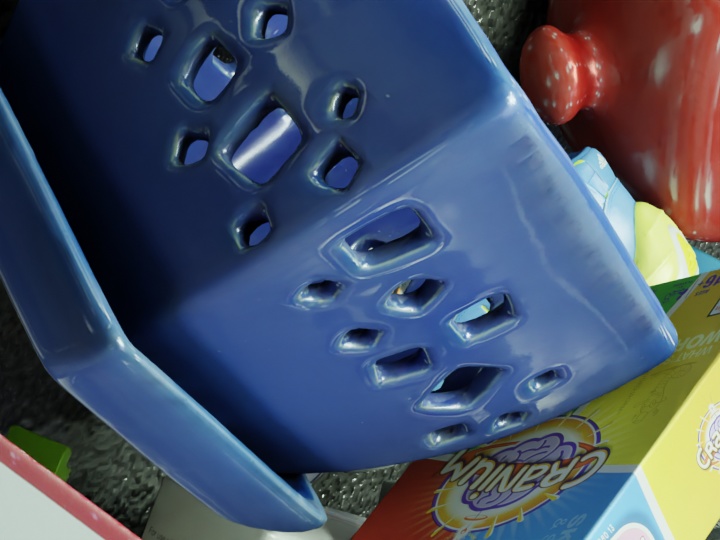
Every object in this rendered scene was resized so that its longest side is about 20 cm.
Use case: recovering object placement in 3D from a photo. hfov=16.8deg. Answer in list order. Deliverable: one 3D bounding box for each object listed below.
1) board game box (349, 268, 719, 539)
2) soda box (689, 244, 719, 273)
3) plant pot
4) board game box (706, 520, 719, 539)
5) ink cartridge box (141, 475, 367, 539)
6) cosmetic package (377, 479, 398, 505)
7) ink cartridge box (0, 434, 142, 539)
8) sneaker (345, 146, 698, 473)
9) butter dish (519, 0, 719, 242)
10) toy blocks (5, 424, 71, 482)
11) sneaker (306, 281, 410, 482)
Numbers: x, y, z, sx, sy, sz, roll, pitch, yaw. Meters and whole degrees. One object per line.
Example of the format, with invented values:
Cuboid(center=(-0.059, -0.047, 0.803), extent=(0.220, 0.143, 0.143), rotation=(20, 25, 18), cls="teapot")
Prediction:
Cuboid(center=(0.072, 0.082, 0.902), extent=(0.040, 0.153, 0.200), rotation=(53, 53, -16), cls="board game box")
Cuboid(center=(0.112, 0.070, 1.262), extent=(0.068, 0.064, 0.200), rotation=(21, 94, -57), cls="soda box")
Cuboid(center=(-0.030, -0.032, 0.862), extent=(0.180, 0.200, 0.200), rotation=(-34, 146, 4), cls="plant pot")
Cuboid(center=(0.186, 0.180, 1.236), extent=(0.200, 0.028, 0.135), rotation=(-3, 117, -50), cls="board game box")
Cuboid(center=(-0.035, 0.198, 0.985), extent=(0.146, 0.084, 0.200), rotation=(18, 92, -35), cls="ink cartridge box")
Cuboid(center=(0.049, 0.196, 1.073), extent=(0.090, 0.107, 0.200), rotation=(21, 79, -32), cls="cosmetic package")
Cuboid(center=(-0.115, 0.153, 0.781), extent=(0.145, 0.145, 0.200), rotation=(-55, -172, -15), cls="ink cartridge box")
Cuboid(center=(0.048, 0.010, 1.108), extent=(0.200, 0.105, 0.076), rotation=(-29, -172, 17), cls="sneaker")
Cuboid(center=(0.142, -0.100, 1.112), extent=(0.148, 0.200, 0.199), rotation=(-13, 125, -22), cls="butter dish")
Cuboid(center=(-0.152, 0.168, 0.959), extent=(0.200, 0.100, 0.137), rotation=(-67, 160, -11), cls="toy blocks")
Cuboid(center=(0.000, 0.000, 1.049), extent=(0.079, 0.078, 0.200), rotation=(-3, 113, -47), cls="sneaker")
